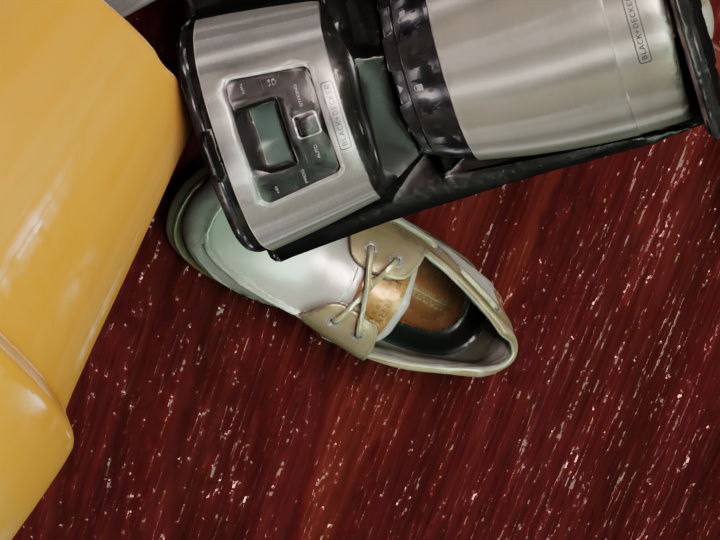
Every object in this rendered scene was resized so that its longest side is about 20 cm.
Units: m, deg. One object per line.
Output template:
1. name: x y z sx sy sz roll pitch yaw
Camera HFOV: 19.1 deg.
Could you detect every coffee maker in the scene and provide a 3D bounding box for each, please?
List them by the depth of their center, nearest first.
1. coffee maker: 0.041 -0.083 0.871 0.199 0.135 0.192 -15 170 12

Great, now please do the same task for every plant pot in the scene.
1. plant pot: -0.165 -0.023 0.817 0.184 0.200 0.200 -55 135 -17

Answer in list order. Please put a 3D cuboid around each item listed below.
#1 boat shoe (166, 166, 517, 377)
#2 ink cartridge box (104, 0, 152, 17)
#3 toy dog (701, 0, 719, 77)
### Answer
1. boat shoe: 0.000 0.000 1.018 0.199 0.068 0.075 18 105 -41
2. ink cartridge box: -0.011 -0.175 0.851 0.200 0.160 0.047 -35 99 -27
3. toy dog: 0.100 -0.107 0.998 0.199 0.096 0.132 -22 127 -19
